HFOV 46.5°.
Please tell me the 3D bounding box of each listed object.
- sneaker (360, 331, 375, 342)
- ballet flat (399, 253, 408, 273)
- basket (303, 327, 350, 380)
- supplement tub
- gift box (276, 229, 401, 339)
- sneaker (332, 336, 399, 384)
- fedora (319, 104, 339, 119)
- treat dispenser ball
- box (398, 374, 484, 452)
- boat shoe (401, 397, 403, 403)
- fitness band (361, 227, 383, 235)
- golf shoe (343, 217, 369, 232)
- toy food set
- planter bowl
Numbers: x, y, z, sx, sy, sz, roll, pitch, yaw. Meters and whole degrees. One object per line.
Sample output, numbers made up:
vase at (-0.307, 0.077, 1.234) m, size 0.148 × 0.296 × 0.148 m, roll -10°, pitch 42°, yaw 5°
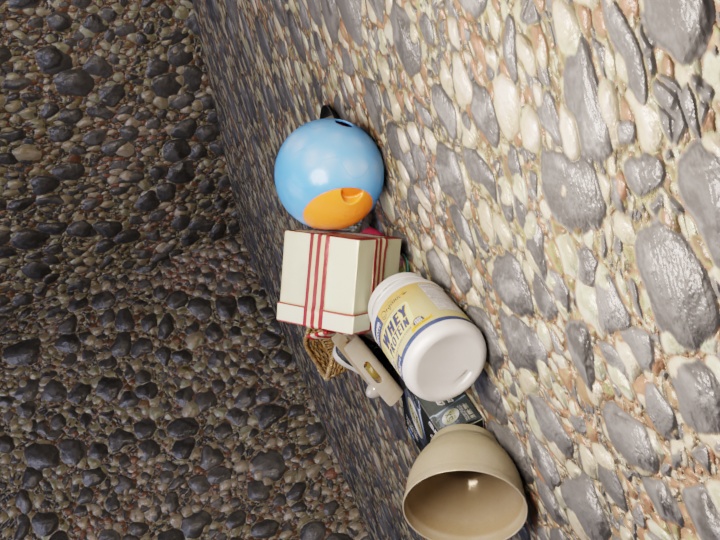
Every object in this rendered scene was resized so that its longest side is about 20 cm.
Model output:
sneaker at (0.052, 0.136, 1.671) m, size 0.201 × 0.067 × 0.108 m, roll -4°, pitch 121°, yaw 50°
ballet flat at (0.053, 0.037, 1.656) m, size 0.200 × 0.071 × 0.070 m, roll 95°, pitch 160°, yaw -60°
basket at (-0.064, 0.139, 1.987) m, size 0.200 × 0.148 × 0.144 m, roll -128°, pitch 18°, yaw -59°
supplement tub at (0.102, 0.102, 1.372) m, size 0.200 × 0.143 × 0.145 m, roll -128°, pitch 23°, yaw -55°
gift box at (-0.044, 0.024, 1.516) m, size 0.199 × 0.184 × 0.189 m, roll 8°, pitch 97°, yaw 35°
sneaker at (0.049, 0.187, 1.766) m, size 0.112 × 0.199 × 0.073 m, roll -50°, pitch 19°, yaw 44°
fedora at (-0.084, -0.250, 1.769) m, size 0.201 × 0.091 × 0.202 m, roll 161°, pitch 90°, yaw -77°
treat dispenser ball at (-0.057, -0.173, 1.518) m, size 0.201 × 0.199 × 0.202 m, roll 161°, pitch 90°, yaw -78°
box at (0.152, 0.285, 1.563) m, size 0.200 × 0.085 × 0.165 m, roll -125°, pitch 21°, yaw -51°
boat shoe at (0.111, 0.247, 1.735) m, size 0.201 × 0.071 × 0.068 m, roll 77°, pitch 166°, yaw -56°
fitness band at (0.000, 0.000, 1.686) m, size 0.037 × 0.144 × 0.201 m, roll 33°, pitch 151°, yaw 20°
golf shoe at (-0.011, -0.084, 1.756) m, size 0.078 × 0.097 × 0.202 m, roll 17°, pitch 108°, yaw 28°
toy food set at (0.003, 0.190, 1.637) m, size 0.144 × 0.060 × 0.200 m, roll 51°, pitch 173°, yaw -7°
planter bowl at (0.172, 0.342, 1.385) m, size 0.135 × 0.198 × 0.201 m, roll -81°, pitch -15°, yaw -52°
